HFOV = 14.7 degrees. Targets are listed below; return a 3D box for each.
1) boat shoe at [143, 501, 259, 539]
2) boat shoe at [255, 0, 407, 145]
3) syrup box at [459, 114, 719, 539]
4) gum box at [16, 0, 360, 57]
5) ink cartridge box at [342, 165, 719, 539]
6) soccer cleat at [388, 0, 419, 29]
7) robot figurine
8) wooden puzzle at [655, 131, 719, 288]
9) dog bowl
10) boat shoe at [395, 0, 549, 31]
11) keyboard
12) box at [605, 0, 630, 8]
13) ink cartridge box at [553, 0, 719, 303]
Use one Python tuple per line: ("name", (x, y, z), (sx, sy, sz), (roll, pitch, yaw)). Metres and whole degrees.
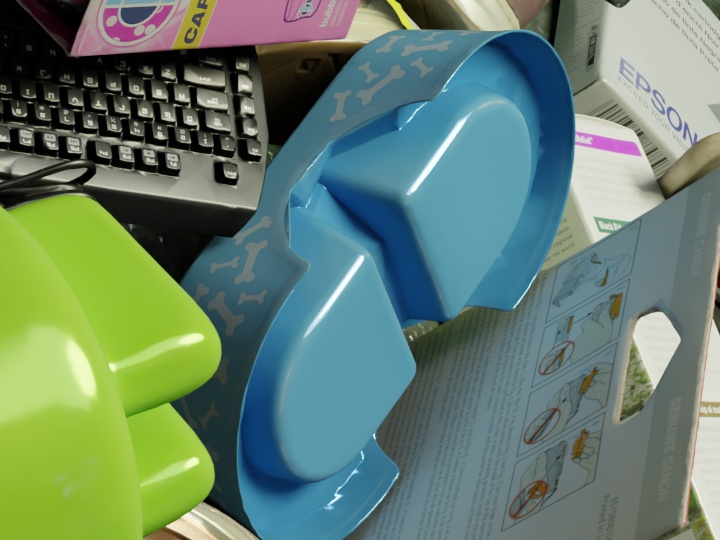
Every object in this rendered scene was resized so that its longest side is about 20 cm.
("boat shoe", (-0.041, 0.142, 0.774), (0.201, 0.075, 0.072), (64, 34, -32))
("boat shoe", (-0.071, -0.089, 0.954), (0.199, 0.072, 0.065), (4, 49, -33))
("syrup box", (0.097, 0.044, 1.108), (0.081, 0.079, 0.201), (6, 58, -55))
("gum box", (-0.093, -0.152, 0.904), (0.113, 0.066, 0.200), (-8, 41, -42))
("ink cartridge box", (0.057, 0.069, 0.927), (0.044, 0.173, 0.200), (48, 31, -21))
("soccer cleat", (0.000, -0.074, 1.093), (0.083, 0.065, 0.201), (4, 51, -3))
("robot figurine", (-0.132, 0.052, 0.660), (0.199, 0.176, 0.116), (-22, 49, -29))
("wooden puzzle", (0.212, 0.003, 1.186), (0.199, 0.185, 0.037), (19, 78, -2))
("dog bowl", (0.000, 0.000, 0.934), (0.200, 0.049, 0.112), (-54, 145, -26))
("boat shoe", (0.005, -0.164, 0.968), (0.200, 0.065, 0.072), (53, -15, -18))
("keyboard", (-0.110, -0.051, 0.840), (0.199, 0.040, 0.105), (7, 66, -30))
("box", (0.034, -0.234, 1.118), (0.200, 0.124, 0.196), (39, -2, -40))
("ink cartridge box", (0.171, -0.080, 1.375), (0.200, 0.040, 0.201), (44, 33, -26))
